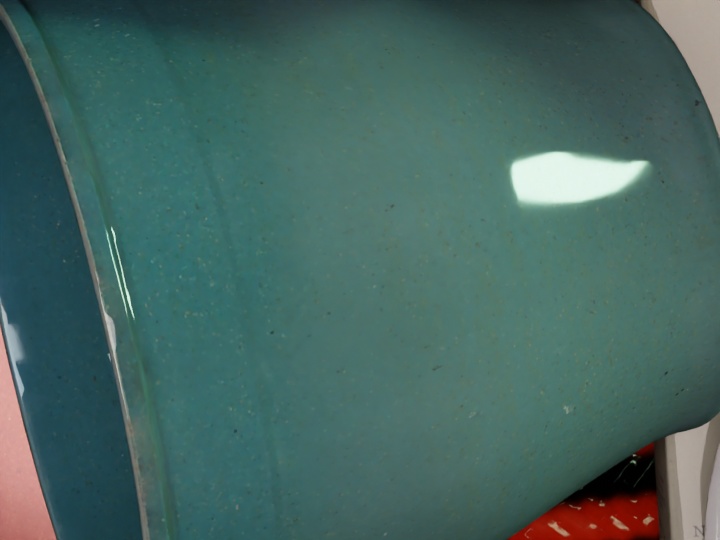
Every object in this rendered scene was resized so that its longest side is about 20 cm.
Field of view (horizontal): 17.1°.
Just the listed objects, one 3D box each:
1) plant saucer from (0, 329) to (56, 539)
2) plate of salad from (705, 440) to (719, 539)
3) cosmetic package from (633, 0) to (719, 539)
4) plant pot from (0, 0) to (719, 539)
[{"bbox_3d":[-0.101,0.020,0.802,0.199,0.037,0.200,-22,92,5],"label":"plant saucer"},{"bbox_3d":[0.201,0.081,0.693,0.199,0.048,0.201,0,78,-2],"label":"plate of salad"},{"bbox_3d":[0.142,-0.004,0.764,0.105,0.071,0.201,-5,94,4],"label":"cosmetic package"},{"bbox_3d":[0.000,0.000,0.690,0.187,0.200,0.201,-14,93,-16],"label":"plant pot"}]
